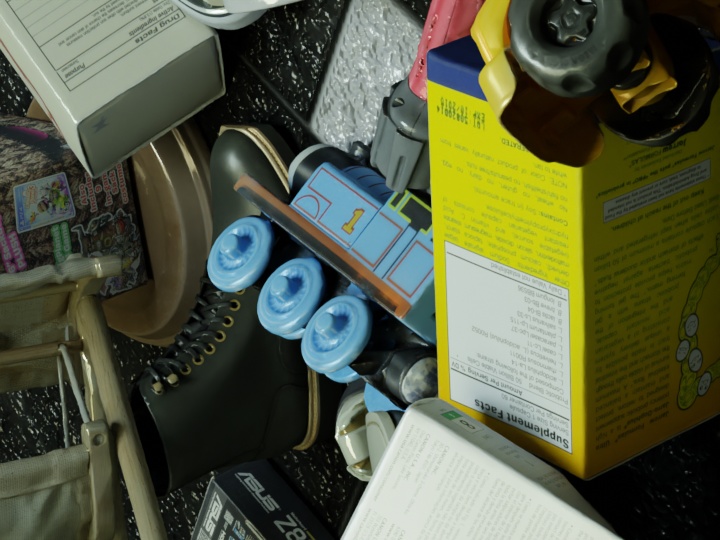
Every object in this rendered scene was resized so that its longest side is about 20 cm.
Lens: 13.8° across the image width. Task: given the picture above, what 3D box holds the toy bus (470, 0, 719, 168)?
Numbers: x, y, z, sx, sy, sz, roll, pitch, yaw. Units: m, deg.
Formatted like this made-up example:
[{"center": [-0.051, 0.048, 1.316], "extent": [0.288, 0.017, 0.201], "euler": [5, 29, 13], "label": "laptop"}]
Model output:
[{"center": [0.116, -0.172, 1.316], "extent": [0.200, 0.136, 0.193], "euler": [-37, 69, 14], "label": "toy bus"}]

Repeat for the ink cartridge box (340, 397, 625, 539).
[{"center": [0.076, 0.181, 1.456], "extent": [0.199, 0.050, 0.162], "euler": [31, 105, 15], "label": "ink cartridge box"}]

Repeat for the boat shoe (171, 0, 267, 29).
[{"center": [-0.116, -0.225, 1.674], "extent": [0.073, 0.068, 0.200], "euler": [-30, 74, 11], "label": "boat shoe"}]

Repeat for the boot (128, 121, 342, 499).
[{"center": [-0.086, 0.026, 1.724], "extent": [0.077, 0.138, 0.201], "euler": [3, 110, 51], "label": "boot"}]

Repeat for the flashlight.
[{"center": [0.048, -0.128, 1.527], "extent": [0.068, 0.067, 0.201], "euler": [-116, 33, -44], "label": "flashlight"}]

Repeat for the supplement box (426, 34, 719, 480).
[{"center": [0.109, -0.018, 1.478], "extent": [0.109, 0.109, 0.201], "euler": [23, 125, 44], "label": "supplement box"}]

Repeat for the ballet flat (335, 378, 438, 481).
[{"center": [0.027, 0.083, 1.670], "extent": [0.200, 0.073, 0.073], "euler": [-20, 92, 54], "label": "ballet flat"}]

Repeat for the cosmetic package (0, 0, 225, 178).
[{"center": [-0.175, -0.169, 1.749], "extent": [0.200, 0.103, 0.087], "euler": [55, 170, 19], "label": "cosmetic package"}]

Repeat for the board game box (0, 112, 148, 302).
[{"center": [-0.260, -0.017, 1.824], "extent": [0.159, 0.199, 0.098], "euler": [12, 118, 48], "label": "board game box"}]

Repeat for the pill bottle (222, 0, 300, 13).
[{"center": [-0.053, -0.243, 1.557], "extent": [0.119, 0.119, 0.201], "euler": [-2, 107, 52], "label": "pill bottle"}]

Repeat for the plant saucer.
[{"center": [-0.152, -0.043, 1.866], "extent": [0.200, 0.029, 0.201], "euler": [28, 129, 40], "label": "plant saucer"}]

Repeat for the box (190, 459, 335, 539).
[{"center": [-0.054, 0.239, 1.873], "extent": [0.161, 0.049, 0.201], "euler": [48, 140, 27], "label": "box"}]

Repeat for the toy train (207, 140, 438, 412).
[{"center": [0.000, 0.000, 1.626], "extent": [0.087, 0.114, 0.200], "euler": [39, 179, -40], "label": "toy train"}]

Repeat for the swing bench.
[{"center": [-0.225, 0.106, 1.676], "extent": [0.130, 0.198, 0.201], "euler": [150, 110, -68], "label": "swing bench"}]

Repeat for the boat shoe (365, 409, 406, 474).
[{"center": [0.041, 0.127, 1.586], "extent": [0.200, 0.061, 0.075], "euler": [79, -179, -57], "label": "boat shoe"}]
